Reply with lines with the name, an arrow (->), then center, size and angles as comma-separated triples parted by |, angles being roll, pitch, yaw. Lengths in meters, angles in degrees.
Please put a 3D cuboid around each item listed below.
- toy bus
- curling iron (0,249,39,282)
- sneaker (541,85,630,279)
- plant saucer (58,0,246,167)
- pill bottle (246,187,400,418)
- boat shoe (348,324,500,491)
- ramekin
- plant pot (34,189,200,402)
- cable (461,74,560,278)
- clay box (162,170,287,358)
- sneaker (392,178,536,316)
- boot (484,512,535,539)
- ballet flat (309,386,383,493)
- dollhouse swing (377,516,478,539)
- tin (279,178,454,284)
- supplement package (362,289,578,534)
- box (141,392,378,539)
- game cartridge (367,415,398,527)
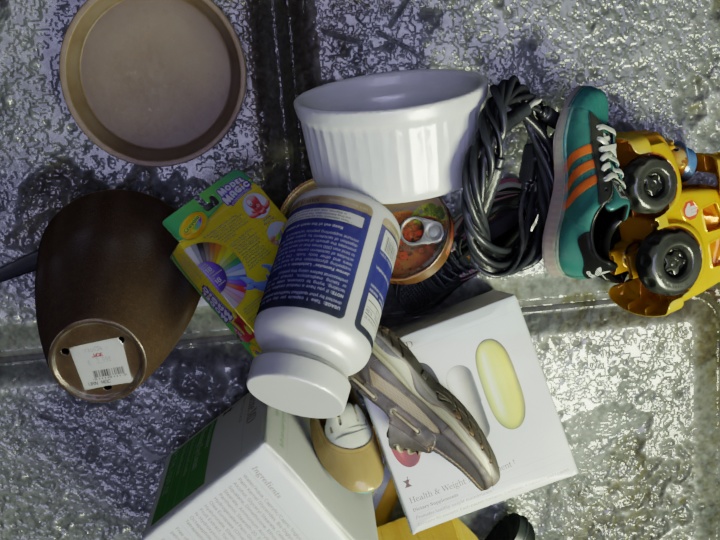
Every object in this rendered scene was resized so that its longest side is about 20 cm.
toy bus -> 0.353, -0.072, 1.095 | 0.191, 0.136, 0.201 | -19, 102, -12
curling iron -> -0.339, -0.011, 1.111 | 0.199, 0.026, 0.050 | -15, 107, 0
sneaker -> 0.242, -0.090, 1.010 | 0.071, 0.080, 0.202 | 10, 86, -48
plant saucer -> -0.222, -0.213, 1.069 | 0.198, 0.029, 0.202 | -1, 103, -4
pill bottle -> -0.036, 0.031, 0.946 | 0.115, 0.116, 0.201 | 20, 61, -8
boat shoe -> 0.057, 0.145, 0.990 | 0.073, 0.074, 0.200 | -43, 82, 11
ramekin -> 0.035, -0.140, 1.020 | 0.199, 0.201, 0.098 | -7, 111, -2
plant pot -> -0.256, 0.042, 1.020 | 0.185, 0.200, 0.188 | -3, 118, -5
cable -> 0.154, -0.091, 0.994 | 0.051, 0.163, 0.201 | 9, 74, 34
clay box -> -0.105, 0.003, 1.022 | 0.115, 0.048, 0.200 | -39, 88, -31
sneaker -> 0.116, -0.026, 1.104 | 0.080, 0.086, 0.200 | 43, 97, -11
boot -> 0.211, 0.408, 1.222 | 0.162, 0.073, 0.199 | 26, 108, -7
ballet flat -> -0.028, 0.155, 1.082 | 0.068, 0.200, 0.063 | -11, 128, -17
dollhouse swing -> 0.077, 0.404, 1.184 | 0.199, 0.176, 0.183 | -26, 63, 20
tin -> 0.005, -0.044, 1.075 | 0.199, 0.042, 0.113 | 5, 83, 21
supplement package -> 0.107, 0.148, 1.093 | 0.190, 0.147, 0.201 | -20, 91, -1
box -> -0.101, 0.264, 1.073 | 0.171, 0.199, 0.200 | -37, 103, 6
game cartridge -> -0.041, 0.261, 1.192 | 0.175, 0.032, 0.201 | 22, 100, -8
